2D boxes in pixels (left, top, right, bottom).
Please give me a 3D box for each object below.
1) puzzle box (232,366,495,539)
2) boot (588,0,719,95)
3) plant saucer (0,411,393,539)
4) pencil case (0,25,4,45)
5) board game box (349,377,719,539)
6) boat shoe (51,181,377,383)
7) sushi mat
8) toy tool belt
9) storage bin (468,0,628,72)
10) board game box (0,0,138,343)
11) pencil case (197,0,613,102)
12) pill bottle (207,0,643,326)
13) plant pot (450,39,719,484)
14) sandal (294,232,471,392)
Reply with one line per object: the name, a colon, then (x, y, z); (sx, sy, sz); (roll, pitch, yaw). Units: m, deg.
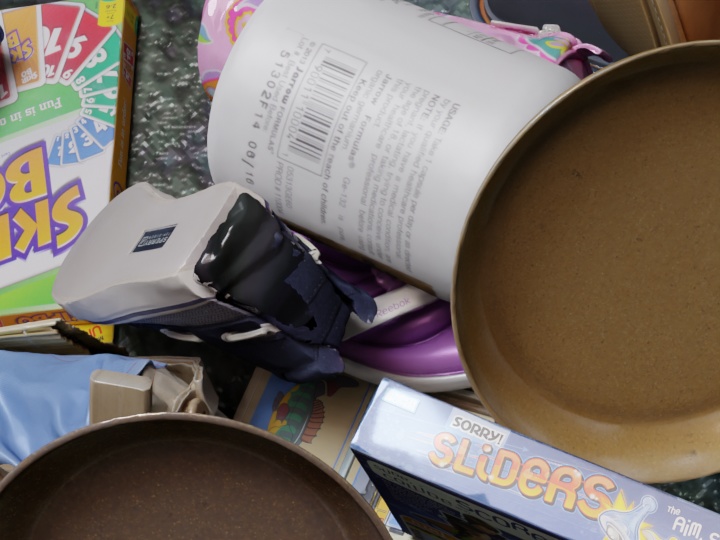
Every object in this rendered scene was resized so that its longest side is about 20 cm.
puzzle box: (-0.003, 0.098, 1.277); (0.133, 0.025, 0.201); (15, 69, 24)
boot: (0.182, -0.126, 1.167); (0.155, 0.200, 0.074); (-39, 56, 1)
plant saucer: (-0.074, 0.145, 1.192); (0.200, 0.201, 0.037); (-14, 20, 11)
pencil case: (-0.253, -0.052, 1.392); (0.078, 0.087, 0.201); (26, 83, -6)
board game box: (0.101, 0.115, 1.153); (0.199, 0.135, 0.035); (22, 75, 17)
boat shoe: (-0.069, 0.013, 1.256); (0.075, 0.093, 0.200); (-56, 20, -13)
sushi mat: (-0.220, 0.047, 1.334); (0.199, 0.096, 0.012); (-7, 76, 14)
toy tool belt: (-0.156, 0.081, 1.261); (0.199, 0.123, 0.125); (-3, 55, 28)
storage bin: (0.145, -0.165, 1.302); (0.199, 0.134, 0.146); (24, 73, 26)
board game box: (-0.166, -0.046, 1.406); (0.095, 0.030, 0.201); (-7, 64, 16)
pencil case: (0.020, -0.093, 1.331); (0.199, 0.087, 0.088); (17, 70, 26)
pill bottle: (0.043, -0.047, 1.214); (0.199, 0.114, 0.115); (24, 73, 21)
plant pot: (0.130, -0.005, 1.128); (0.200, 0.200, 0.028); (-29, 31, 2)
sandal: (-0.002, 0.007, 1.279); (0.202, 0.050, 0.083); (8, 66, 24)
